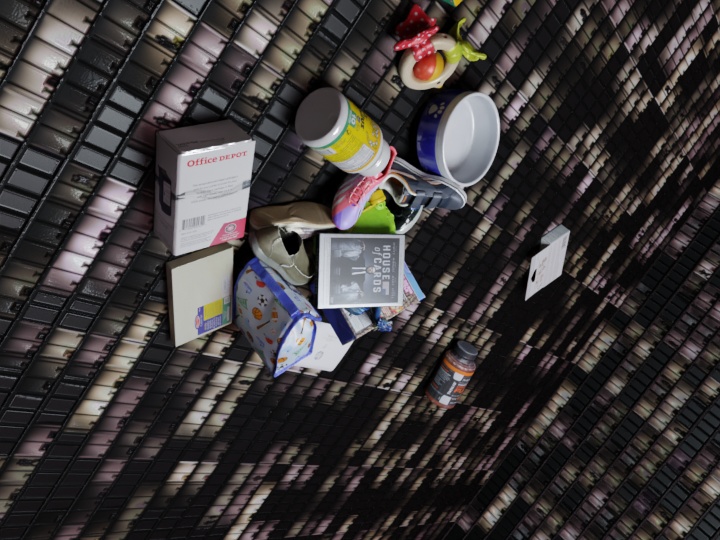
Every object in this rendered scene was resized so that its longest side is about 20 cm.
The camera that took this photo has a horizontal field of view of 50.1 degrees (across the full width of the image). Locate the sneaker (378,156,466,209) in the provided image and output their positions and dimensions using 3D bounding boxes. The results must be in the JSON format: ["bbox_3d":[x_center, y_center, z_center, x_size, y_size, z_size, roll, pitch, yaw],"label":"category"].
[{"bbox_3d":[0.126,-0.165,1.636,0.079,0.198,0.080,117,-4,-55],"label":"sneaker"}]

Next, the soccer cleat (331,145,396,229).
[{"bbox_3d":[0.006,-0.172,1.554,0.067,0.076,0.201,39,67,-17],"label":"soccer cleat"}]

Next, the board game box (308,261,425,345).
[{"bbox_3d":[0.014,0.046,1.725,0.199,0.161,0.097,-28,177,-26],"label":"board game box"}]

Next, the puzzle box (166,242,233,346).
[{"bbox_3d":[-0.312,0.048,1.503,0.132,0.025,0.202,-23,138,-34],"label":"puzzle box"}]

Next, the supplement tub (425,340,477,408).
[{"bbox_3d":[0.282,0.315,2.349,0.106,0.107,0.201,-1,124,-47],"label":"supplement tub"}]

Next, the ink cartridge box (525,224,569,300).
[{"bbox_3d":[0.568,-0.023,2.397,0.173,0.044,0.201,-31,142,-23],"label":"ink cartridge box"}]

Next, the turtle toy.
[{"bbox_3d":[-0.009,-0.079,1.638,0.199,0.101,0.147,-26,99,-28],"label":"turtle toy"}]

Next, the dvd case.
[{"bbox_3d":[0.000,0.000,1.570,0.198,0.025,0.152,-1,95,-27],"label":"dvd case"}]

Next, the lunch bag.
[{"bbox_3d":[-0.168,0.084,1.536,0.123,0.170,0.201,-33,157,-25],"label":"lunch bag"}]

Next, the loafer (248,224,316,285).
[{"bbox_3d":[-0.134,-0.030,1.477,0.069,0.076,0.200,-25,153,18],"label":"loafer"}]

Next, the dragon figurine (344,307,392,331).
[{"bbox_3d":[-0.004,0.056,1.628,0.100,0.199,0.059,-66,-167,-23],"label":"dragon figurine"}]

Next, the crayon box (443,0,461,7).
[{"bbox_3d":[0.169,-0.596,1.386,0.119,0.058,0.200,-45,146,-5],"label":"crayon box"}]

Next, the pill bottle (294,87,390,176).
[{"bbox_3d":[-0.026,-0.252,1.454,0.113,0.113,0.200,-53,145,7],"label":"pill bottle"}]

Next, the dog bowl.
[{"bbox_3d":[0.213,-0.288,1.666,0.199,0.078,0.202,-20,119,-41],"label":"dog bowl"}]

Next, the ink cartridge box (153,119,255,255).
[{"bbox_3d":[-0.269,-0.143,1.313,0.144,0.084,0.202,-19,137,-36],"label":"ink cartridge box"}]

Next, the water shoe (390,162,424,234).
[{"bbox_3d":[0.110,-0.177,1.723,0.201,0.071,0.079,-58,143,-5],"label":"water shoe"}]

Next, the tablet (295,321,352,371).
[{"bbox_3d":[-0.094,0.188,1.891,0.199,0.014,0.131,19,108,-53],"label":"tablet"}]

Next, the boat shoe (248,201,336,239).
[{"bbox_3d":[-0.134,-0.090,1.531,0.198,0.072,0.065,-7,139,-36],"label":"boat shoe"}]

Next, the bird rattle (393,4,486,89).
[{"bbox_3d":[0.140,-0.416,1.499,0.199,0.113,0.164,-13,149,-37],"label":"bird rattle"}]
